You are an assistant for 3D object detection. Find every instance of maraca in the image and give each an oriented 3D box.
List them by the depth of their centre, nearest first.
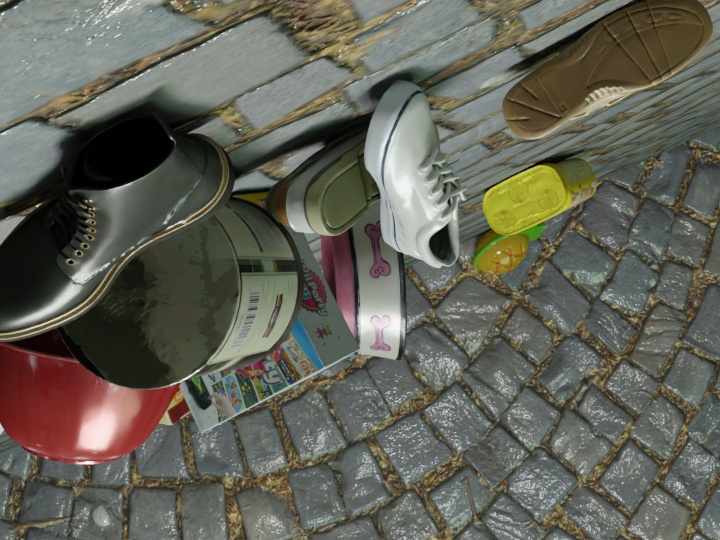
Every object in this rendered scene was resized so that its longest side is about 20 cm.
[{"bbox_3d":[0.364,-0.063,3.340,0.199,0.108,0.137,-35,156,14],"label":"maraca"}]

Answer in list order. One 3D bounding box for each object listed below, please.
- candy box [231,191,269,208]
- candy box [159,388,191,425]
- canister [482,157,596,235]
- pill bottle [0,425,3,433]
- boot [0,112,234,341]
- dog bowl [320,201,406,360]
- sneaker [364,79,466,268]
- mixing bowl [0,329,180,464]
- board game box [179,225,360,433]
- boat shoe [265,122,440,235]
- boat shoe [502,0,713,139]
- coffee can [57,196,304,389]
[{"bbox_3d":[-0.112,-0.047,1.320,0.101,0.027,0.200,-23,176,23],"label":"candy box"},{"bbox_3d":[-0.235,0.111,1.507,0.199,0.056,0.115,2,-155,45],"label":"candy box"},{"bbox_3d":[0.309,-0.129,2.308,0.147,0.087,0.200,-26,177,27],"label":"canister"},{"bbox_3d":[-0.393,0.123,1.226,0.115,0.118,0.200,-24,176,7],"label":"pill bottle"},{"bbox_3d":[-0.182,-0.032,0.850,0.199,0.078,0.138,-38,171,3],"label":"boot"},{"bbox_3d":[0.000,0.000,1.487,0.073,0.203,0.200,-5,174,-7],"label":"dog bowl"},{"bbox_3d":[0.053,-0.075,1.105,0.073,0.070,0.201,-54,155,-22],"label":"sneaker"},{"bbox_3d":[-0.250,0.105,1.214,0.197,0.110,0.200,8,-171,-1],"label":"mixing bowl"},{"bbox_3d":[-0.113,0.055,1.354,0.199,0.149,0.064,-30,175,39],"label":"board game box"},{"bbox_3d":[-0.004,-0.089,1.168,0.068,0.076,0.199,7,-157,34],"label":"boat shoe"},{"bbox_3d":[0.219,-0.186,1.217,0.198,0.074,0.069,-25,-172,22],"label":"boat shoe"},{"bbox_3d":[-0.136,0.011,1.063,0.145,0.148,0.200,-24,175,10],"label":"coffee can"}]
